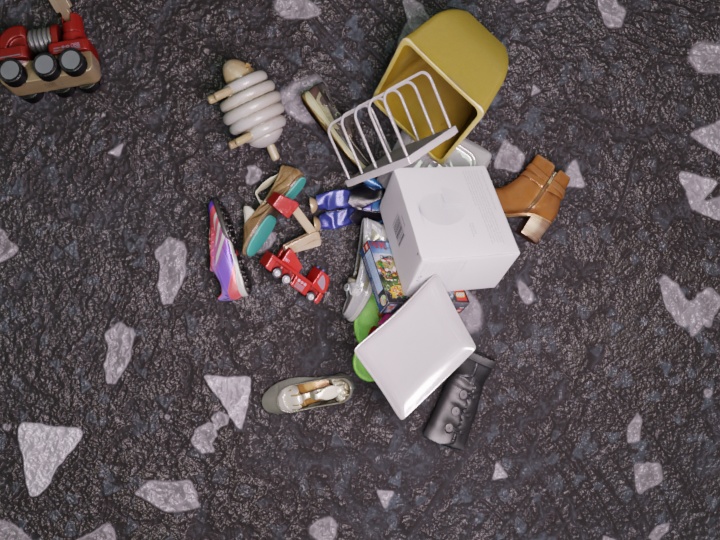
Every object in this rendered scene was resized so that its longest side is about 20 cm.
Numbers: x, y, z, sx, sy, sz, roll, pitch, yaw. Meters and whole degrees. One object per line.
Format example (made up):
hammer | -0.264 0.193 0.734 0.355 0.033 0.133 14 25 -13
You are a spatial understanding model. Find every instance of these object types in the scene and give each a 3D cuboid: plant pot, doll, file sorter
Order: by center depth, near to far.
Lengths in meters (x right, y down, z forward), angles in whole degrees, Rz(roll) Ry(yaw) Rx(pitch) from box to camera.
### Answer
file sorter | 0.050 -0.258 1.159 0.138 0.198 0.127 -35 104 -32
plant pot | 0.173 -0.374 1.213 0.195 0.194 0.201 41 64 -1
doll | -0.001 -0.124 1.275 0.193 0.049 0.141 -10 110 0

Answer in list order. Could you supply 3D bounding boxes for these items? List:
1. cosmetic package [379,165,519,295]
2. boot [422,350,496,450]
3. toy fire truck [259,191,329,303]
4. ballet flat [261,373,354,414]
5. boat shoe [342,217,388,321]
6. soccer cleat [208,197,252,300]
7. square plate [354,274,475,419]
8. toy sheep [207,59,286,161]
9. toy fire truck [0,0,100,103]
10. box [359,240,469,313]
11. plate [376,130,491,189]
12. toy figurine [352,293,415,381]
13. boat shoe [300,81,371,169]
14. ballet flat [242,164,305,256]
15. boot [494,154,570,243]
cosmetic package | 0.159 -0.077 1.173 0.193 0.124 0.204 -4 59 -17
boot | 0.174 0.252 1.309 0.161 0.066 0.205 22 95 -3
toy fire truck | -0.124 -0.042 1.243 0.198 0.049 0.143 36 86 -29
ballet flat | -0.107 0.250 1.280 0.193 0.064 0.070 -11 93 -4
boat shoe | 0.001 0.000 1.266 0.063 0.075 0.208 19 99 -11
soccer cleat | -0.277 -0.040 1.255 0.071 0.068 0.206 -16 95 4
square plate | 0.100 0.137 1.134 0.199 0.028 0.200 -41 122 -11
toy sheep | -0.209 -0.307 1.219 0.134 0.138 0.205 -24 108 -3
toy fire truck | -0.599 -0.448 1.190 0.170 0.129 0.207 -10 82 -4
box | 0.105 0.013 1.212 0.195 0.038 0.140 2 54 -33
plate | 0.150 -0.201 1.300 0.196 0.032 0.204 29 90 -6
toy figurine | 0.053 0.139 1.229 0.147 0.184 0.205 26 91 -5
boat shoe | -0.038 -0.287 1.259 0.064 0.073 0.201 -39 96 1
ballet flat | -0.190 -0.127 1.263 0.071 0.068 0.203 34 89 15
boot | 0.328 -0.171 1.293 0.197 0.077 0.158 31 90 -5
